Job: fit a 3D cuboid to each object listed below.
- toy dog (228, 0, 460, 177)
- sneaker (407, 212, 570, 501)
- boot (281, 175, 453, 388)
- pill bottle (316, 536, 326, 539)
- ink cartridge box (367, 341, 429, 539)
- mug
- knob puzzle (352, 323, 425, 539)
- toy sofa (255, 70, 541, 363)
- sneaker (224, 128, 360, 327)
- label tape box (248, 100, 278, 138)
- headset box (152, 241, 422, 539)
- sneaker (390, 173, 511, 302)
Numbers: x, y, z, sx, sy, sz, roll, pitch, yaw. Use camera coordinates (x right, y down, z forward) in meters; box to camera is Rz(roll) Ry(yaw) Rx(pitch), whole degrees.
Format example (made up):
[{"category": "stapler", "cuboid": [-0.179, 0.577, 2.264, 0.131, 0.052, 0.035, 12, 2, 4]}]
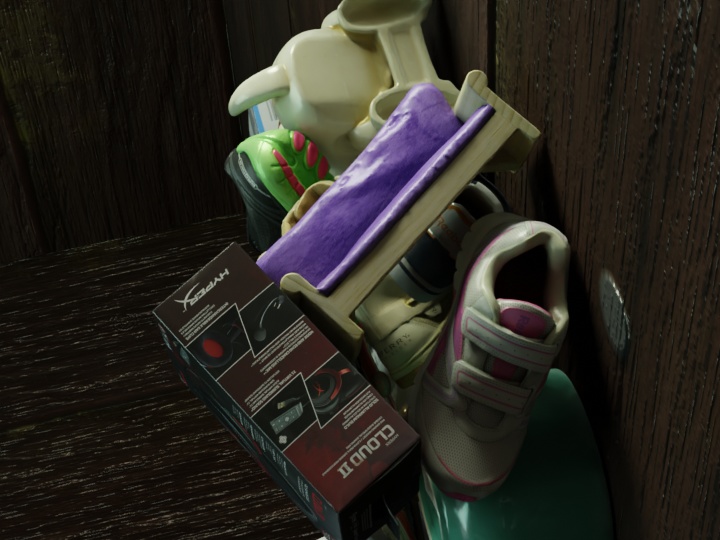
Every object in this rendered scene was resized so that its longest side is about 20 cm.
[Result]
[{"category": "toy dog", "cuboid": [-0.013, -0.118, 1.422, 0.140, 0.193, 0.200, 63, 163, 16]}, {"category": "sneaker", "cuboid": [0.087, 0.051, 1.118, 0.088, 0.081, 0.201, 148, 134, -75]}, {"category": "boot", "cuboid": [0.017, -0.013, 1.325, 0.156, 0.073, 0.200, 48, -153, -10]}, {"category": "pill bottle", "cuboid": [0.012, 0.287, 1.348, 0.200, 0.115, 0.116, -146, 43, -67]}, {"category": "ink cartridge box", "cuboid": [0.047, 0.132, 1.506, 0.200, 0.083, 0.146, -107, 35, -59]}, {"category": "mug", "cuboid": [0.102, 0.162, 1.234, 0.185, 0.114, 0.152, 93, 163, -62]}, {"category": "knob puzzle", "cuboid": [0.018, 0.114, 1.282, 0.220, 0.030, 0.220, -18, -90, -82]}, {"category": "toy sofa", "cuboid": [0.021, -0.044, 1.147, 0.098, 0.200, 0.083, 41, 168, 5]}, {"category": "sneaker", "cuboid": [-0.042, -0.030, 1.382, 0.084, 0.077, 0.200, -1, 127, 43]}, {"category": "label tape box", "cuboid": [-0.040, -0.137, 1.762, 0.200, 0.144, 0.063, 96, 158, -71]}, {"category": "headset box", "cuboid": [-0.038, 0.096, 1.123, 0.200, 0.075, 0.149, 46, 167, 15]}, {"category": "sneaker", "cuboid": [0.078, -0.039, 1.287, 0.078, 0.079, 0.200, 46, -159, -5]}]
